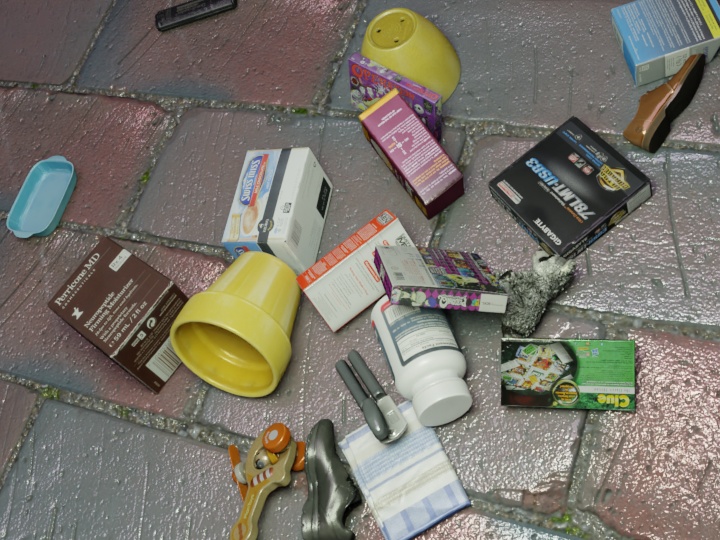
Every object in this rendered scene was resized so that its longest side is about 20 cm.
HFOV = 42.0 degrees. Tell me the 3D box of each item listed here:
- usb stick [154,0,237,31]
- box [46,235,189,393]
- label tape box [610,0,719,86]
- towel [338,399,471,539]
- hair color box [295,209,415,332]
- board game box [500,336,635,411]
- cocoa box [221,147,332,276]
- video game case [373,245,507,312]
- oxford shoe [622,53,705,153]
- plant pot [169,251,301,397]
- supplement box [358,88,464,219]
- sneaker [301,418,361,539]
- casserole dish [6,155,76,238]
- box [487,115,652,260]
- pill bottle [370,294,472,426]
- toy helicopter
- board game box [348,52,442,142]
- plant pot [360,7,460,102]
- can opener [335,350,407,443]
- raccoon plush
[{"bbox_3d":[-0.371,-0.588,2.120,0.197,0.033,0.056,-14,65,13],"label":"usb stick"},{"bbox_3d":[-0.408,0.079,1.673,0.199,0.165,0.167,29,75,31],"label":"box"},{"bbox_3d":[0.560,-0.425,1.657,0.197,0.066,0.145,-16,58,8],"label":"label tape box"},{"bbox_3d":[0.065,0.310,1.449,0.146,0.024,0.201,-31,56,2],"label":"towel"},{"bbox_3d":[0.000,0.000,1.596,0.199,0.102,0.061,-36,26,-3],"label":"hair color box"},{"bbox_3d":[0.310,0.154,1.410,0.197,0.023,0.106,1,87,15],"label":"board game box"},{"bbox_3d":[-0.147,-0.103,1.697,0.130,0.134,0.202,1,62,22],"label":"cocoa box"},{"bbox_3d":[0.121,0.010,1.480,0.179,0.036,0.200,4,18,-9],"label":"video game case"},{"bbox_3d":[0.517,-0.296,1.597,0.071,0.071,0.201,31,77,36],"label":"oxford shoe"},{"bbox_3d":[-0.192,0.079,1.588,0.198,0.202,0.190,8,48,24],"label":"plant pot"},{"bbox_3d":[0.091,-0.201,1.640,0.085,0.110,0.201,-36,77,-1],"label":"supplement box"},{"bbox_3d":[-0.042,0.331,1.457,0.089,0.076,0.203,-4,69,10],"label":"sneaker"},{"bbox_3d":[-0.665,-0.148,1.977,0.120,0.039,0.202,5,63,23],"label":"casserole dish"},{"bbox_3d":[0.350,-0.137,1.582,0.198,0.050,0.200,-36,55,-3],"label":"box"},{"bbox_3d":[0.099,0.135,1.477,0.118,0.120,0.202,-25,56,6],"label":"pill bottle"},{"bbox_3d":[-0.167,0.340,1.484,0.131,0.079,0.202,-9,50,36],"label":"toy helicopter"},{"bbox_3d":[0.063,-0.312,1.730,0.199,0.121,0.032,32,57,25],"label":"board game box"},{"bbox_3d":[0.079,-0.411,1.782,0.197,0.142,0.202,-9,58,15],"label":"plant pot"},{"bbox_3d":[0.014,0.196,1.492,0.052,0.067,0.200,-34,39,-2],"label":"can opener"},{"bbox_3d":[0.286,0.068,1.491,0.132,0.097,0.203,-7,89,0],"label":"raccoon plush"}]
